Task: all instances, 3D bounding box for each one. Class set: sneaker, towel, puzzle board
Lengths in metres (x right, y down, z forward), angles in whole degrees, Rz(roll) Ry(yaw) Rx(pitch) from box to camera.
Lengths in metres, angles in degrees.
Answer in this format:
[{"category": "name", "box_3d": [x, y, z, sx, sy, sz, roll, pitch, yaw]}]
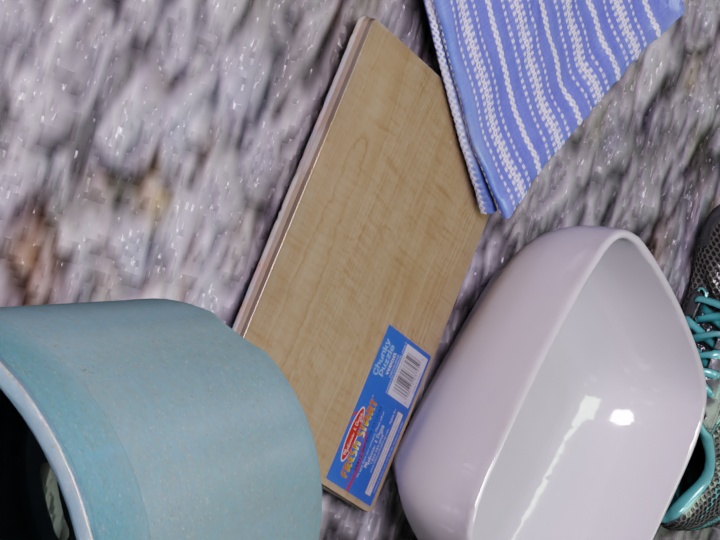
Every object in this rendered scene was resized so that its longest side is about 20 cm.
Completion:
[{"category": "sneaker", "box_3d": [0.201, 0.060, 1.502, 0.091, 0.077, 0.201, -11, 108, -47]}, {"category": "towel", "box_3d": [0.100, -0.138, 1.324, 0.200, 0.024, 0.145, -49, 134, -39]}, {"category": "puzzle board", "box_3d": [0.000, 0.000, 1.255, 0.151, 0.017, 0.200, 37, 72, -53]}]

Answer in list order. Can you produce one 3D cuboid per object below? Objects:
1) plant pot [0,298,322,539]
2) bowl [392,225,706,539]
[{"category": "plant pot", "box_3d": [-0.123, 0.095, 0.983, 0.196, 0.200, 0.201, -12, 110, -59]}, {"category": "bowl", "box_3d": [0.093, 0.089, 1.352, 0.200, 0.075, 0.200, -61, 145, -21]}]
